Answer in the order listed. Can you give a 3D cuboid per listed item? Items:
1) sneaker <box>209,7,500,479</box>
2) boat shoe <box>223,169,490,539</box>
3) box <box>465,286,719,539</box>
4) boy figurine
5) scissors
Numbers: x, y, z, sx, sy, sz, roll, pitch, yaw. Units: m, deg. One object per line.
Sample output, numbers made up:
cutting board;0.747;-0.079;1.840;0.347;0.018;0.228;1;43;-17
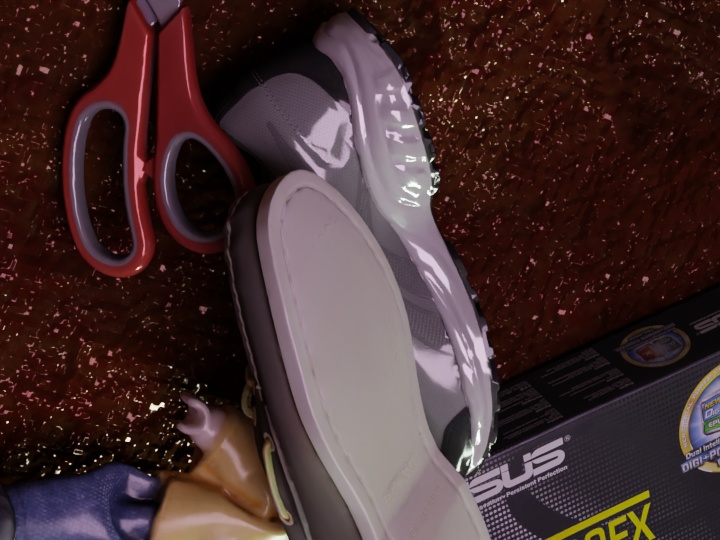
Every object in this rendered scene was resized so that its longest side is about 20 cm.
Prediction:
sneaker;0.000;0.000;0.771;0.079;0.074;0.201;-24;118;-5
boat shoe;-0.011;0.056;0.728;0.072;0.060;0.203;-50;128;-43
box;0.112;0.112;0.901;0.199;0.044;0.161;-23;124;-17
boy figurine;-0.064;0.104;0.787;0.199;0.064;0.125;0;114;-30
scissors;-0.077;-0.096;0.701;0.073;0.014;0.202;-1;103;15
